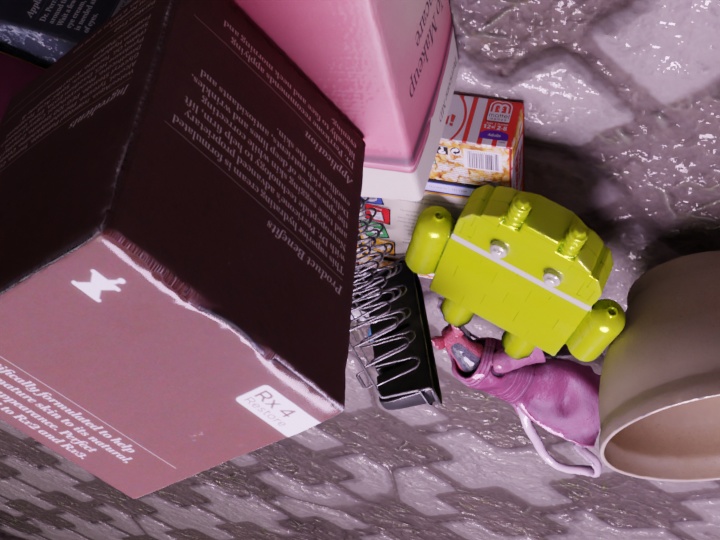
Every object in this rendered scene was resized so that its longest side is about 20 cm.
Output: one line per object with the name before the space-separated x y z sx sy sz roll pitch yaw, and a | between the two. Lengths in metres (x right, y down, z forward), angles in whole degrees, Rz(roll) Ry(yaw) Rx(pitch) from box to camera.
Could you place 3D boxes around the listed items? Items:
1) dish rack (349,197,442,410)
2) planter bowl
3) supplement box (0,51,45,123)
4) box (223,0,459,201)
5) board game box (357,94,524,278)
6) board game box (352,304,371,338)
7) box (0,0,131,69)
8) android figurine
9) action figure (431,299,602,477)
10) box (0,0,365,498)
dish rack | 0.000 0.000 0.790 0.054 0.155 0.201 -20 130 10
planter bowl | 0.280 0.071 0.815 0.196 0.137 0.201 -2 150 -1
supplement box | -0.253 -0.055 0.748 0.129 0.105 0.201 21 152 -4
box | -0.011 -0.157 0.644 0.107 0.130 0.201 7 149 18
board game box | 0.058 -0.063 0.843 0.148 0.047 0.201 11 149 15
board game box | -0.042 0.035 0.993 0.196 0.026 0.200 17 180 5
box | -0.208 -0.155 0.780 0.196 0.119 0.198 16 151 9
android figurine | 0.123 0.005 0.808 0.180 0.041 0.201 29 153 5
action figure | 0.138 0.103 0.981 0.198 0.152 0.133 21 160 -33
box | -0.111 -0.019 0.566 0.162 0.203 0.166 -25 131 30
